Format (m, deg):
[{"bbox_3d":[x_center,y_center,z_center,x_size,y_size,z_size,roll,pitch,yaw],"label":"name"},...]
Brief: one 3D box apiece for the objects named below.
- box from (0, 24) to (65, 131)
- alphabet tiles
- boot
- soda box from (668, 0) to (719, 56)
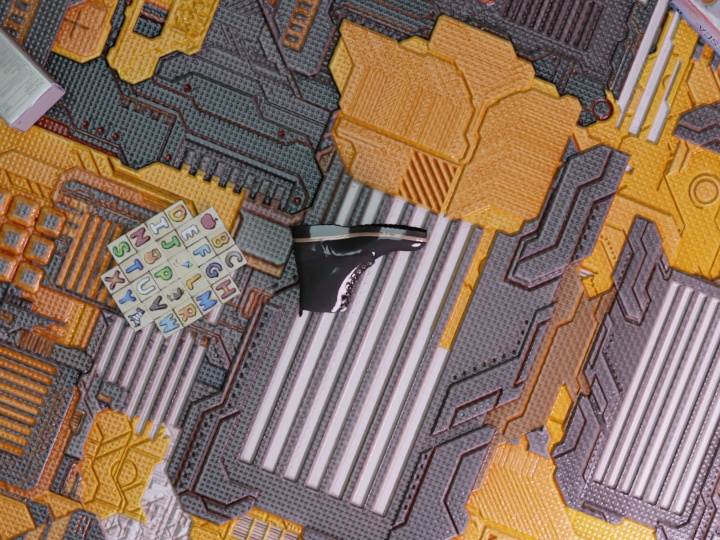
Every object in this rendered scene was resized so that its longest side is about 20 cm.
[{"bbox_3d":[-0.536,-0.305,1.574,0.095,0.078,0.200,-43,92,-1],"label":"box"},{"bbox_3d":[-0.279,-0.002,1.622,0.200,0.006,0.167,-32,91,-2],"label":"alphabet tiles"},{"bbox_3d":[0.000,0.000,1.606,0.200,0.077,0.138,0,95,11],"label":"boot"},{"bbox_3d":[0.560,-0.358,1.620,0.064,0.068,0.200,-44,92,-2],"label":"soda box"}]
